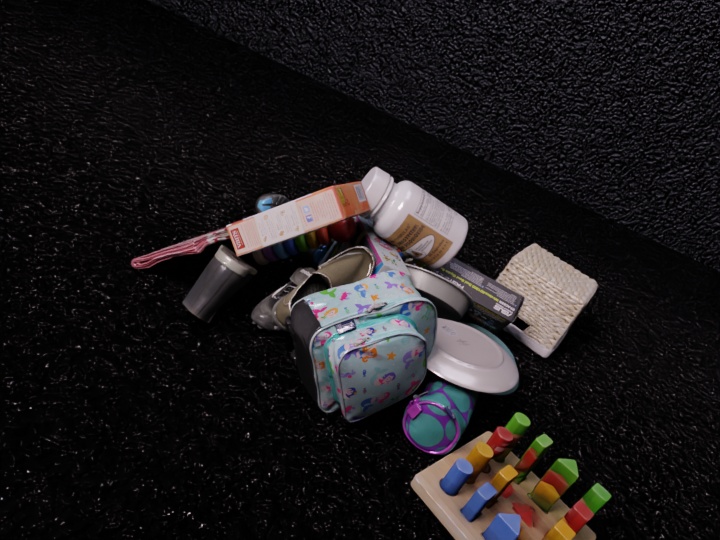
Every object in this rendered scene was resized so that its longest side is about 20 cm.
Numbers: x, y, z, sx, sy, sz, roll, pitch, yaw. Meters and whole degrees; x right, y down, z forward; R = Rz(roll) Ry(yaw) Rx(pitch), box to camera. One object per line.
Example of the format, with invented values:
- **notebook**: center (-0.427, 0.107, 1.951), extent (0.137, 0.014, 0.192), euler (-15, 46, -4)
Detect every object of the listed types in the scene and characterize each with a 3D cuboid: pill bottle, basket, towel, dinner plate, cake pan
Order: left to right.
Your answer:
- **towel**: center (-0.272, -0.050, 0.905), extent (0.144, 0.023, 0.200), euler (-12, 12, 27)
- **pill bottle**: center (0.086, -0.097, 0.957), extent (0.200, 0.114, 0.114), euler (31, 24, -16)
- **cake pan**: center (0.120, 0.045, 1.019), extent (0.200, 0.037, 0.200), euler (24, -15, 7)
- **dinner plate**: center (0.167, 0.127, 0.860), extent (0.200, 0.024, 0.200), euler (16, 22, -7)
- **basket**: center (0.411, 0.062, 1.217), extent (0.198, 0.161, 0.200), euler (37, 30, 21)

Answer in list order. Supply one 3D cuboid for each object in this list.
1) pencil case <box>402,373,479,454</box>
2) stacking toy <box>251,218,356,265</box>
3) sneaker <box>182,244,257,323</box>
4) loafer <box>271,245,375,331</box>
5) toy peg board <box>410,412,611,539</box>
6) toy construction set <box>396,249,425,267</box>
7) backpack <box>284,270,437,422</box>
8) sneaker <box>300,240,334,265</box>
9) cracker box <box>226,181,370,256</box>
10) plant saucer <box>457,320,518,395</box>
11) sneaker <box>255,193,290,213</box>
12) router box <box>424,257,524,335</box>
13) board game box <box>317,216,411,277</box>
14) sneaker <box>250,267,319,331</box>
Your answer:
- **pencil case**: center (0.135, 0.194, 0.823), extent (0.092, 0.085, 0.200), euler (55, 29, -1)
- **stacking toy**: center (-0.106, -0.070, 0.993), extent (0.200, 0.085, 0.085), euler (-12, 26, 9)
- **sneaker**: center (-0.233, 0.019, 0.855), extent (0.075, 0.106, 0.200), euler (39, -3, -4)
- **loafer**: center (-0.047, 0.026, 0.834), extent (0.200, 0.070, 0.075), euler (-40, 93, -24)
- **toy peg board**: center (0.210, 0.293, 0.693), extent (0.199, 0.098, 0.200), euler (-6, 40, -47)
- **toy construction set**: center (0.086, -0.029, 1.133), extent (0.200, 0.131, 0.092), euler (77, -6, -80)
- **backpack**: center (0.016, 0.099, 0.740), extent (0.200, 0.178, 0.151), euler (-23, 42, -23)
- **sneaker**: center (-0.071, -0.077, 1.156), extent (0.082, 0.073, 0.200), euler (34, 27, 19)
- **cracker box**: center (-0.099, -0.087, 0.863), extent (0.058, 0.200, 0.134), euler (70, 21, -6)
- **plant saucer**: center (0.226, 0.157, 1.024), extent (0.200, 0.036, 0.200), euler (20, 27, -11)
- **sneaker**: center (-0.186, -0.125, 1.115), extent (0.082, 0.073, 0.200), euler (20, 2, 12)
- **router box**: center (0.216, 0.051, 1.080), extent (0.200, 0.062, 0.150), euler (30, -17, 7)
- **board game box**: center (0.000, 0.000, 0.987), extent (0.064, 0.148, 0.200), euler (22, 24, -30)
- **sneaker**: center (-0.109, 0.037, 0.896), extent (0.066, 0.091, 0.200), euler (34, 28, 20)
